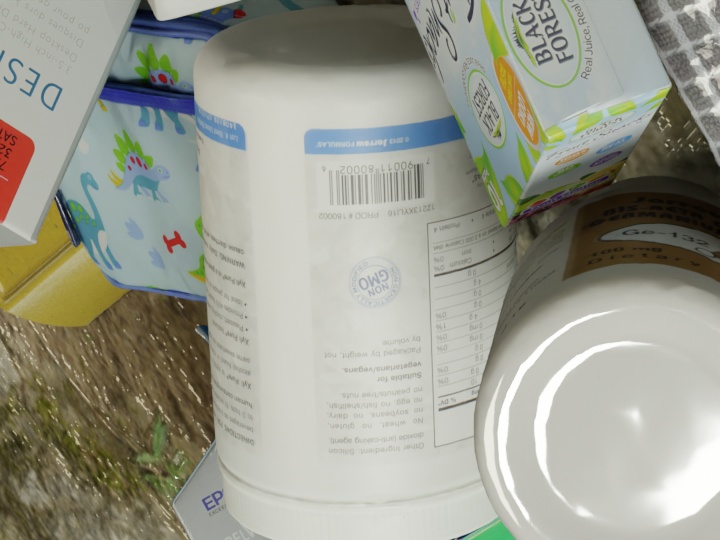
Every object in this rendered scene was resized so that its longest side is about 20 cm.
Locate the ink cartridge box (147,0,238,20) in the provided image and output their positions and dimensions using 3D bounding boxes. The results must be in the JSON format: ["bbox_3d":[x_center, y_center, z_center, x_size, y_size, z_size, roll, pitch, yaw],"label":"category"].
[{"bbox_3d":[-0.075,-0.223,1.118,0.146,0.084,0.200,-117,12,-53],"label":"ink cartridge box"}]

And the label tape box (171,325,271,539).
[{"bbox_3d":[-0.043,0.129,1.428,0.200,0.066,0.143,59,-178,5],"label":"label tape box"}]

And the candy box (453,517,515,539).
[{"bbox_3d":[0.110,0.205,1.270,0.200,0.077,0.169,54,161,16],"label":"candy box"}]

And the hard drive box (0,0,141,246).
[{"bbox_3d":[-0.177,-0.132,1.242,0.156,0.201,0.077,32,161,-31],"label":"hard drive box"}]

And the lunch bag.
[{"bbox_3d":[-0.073,-0.065,1.338,0.200,0.082,0.161,14,129,47],"label":"lunch bag"}]

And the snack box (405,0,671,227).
[{"bbox_3d":[0.040,-0.128,1.043,0.142,0.053,0.201,101,146,-79],"label":"snack box"}]

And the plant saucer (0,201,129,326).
[{"bbox_3d":[-0.190,-0.064,1.536,0.200,0.048,0.200,54,150,-1],"label":"plant saucer"}]

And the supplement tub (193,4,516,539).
[{"bbox_3d":[0.000,0.000,1.201,0.132,0.132,0.201,19,118,45],"label":"supplement tub"}]

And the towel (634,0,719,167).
[{"bbox_3d":[0.195,-0.050,0.965,0.165,0.086,0.200,-12,111,57],"label":"towel"}]

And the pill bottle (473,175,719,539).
[{"bbox_3d":[0.105,0.031,1.060,0.115,0.114,0.200,59,-166,-10],"label":"pill bottle"}]
